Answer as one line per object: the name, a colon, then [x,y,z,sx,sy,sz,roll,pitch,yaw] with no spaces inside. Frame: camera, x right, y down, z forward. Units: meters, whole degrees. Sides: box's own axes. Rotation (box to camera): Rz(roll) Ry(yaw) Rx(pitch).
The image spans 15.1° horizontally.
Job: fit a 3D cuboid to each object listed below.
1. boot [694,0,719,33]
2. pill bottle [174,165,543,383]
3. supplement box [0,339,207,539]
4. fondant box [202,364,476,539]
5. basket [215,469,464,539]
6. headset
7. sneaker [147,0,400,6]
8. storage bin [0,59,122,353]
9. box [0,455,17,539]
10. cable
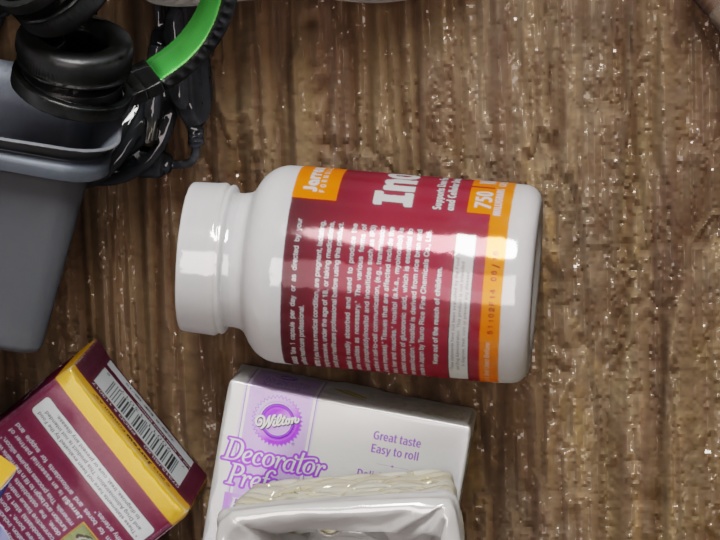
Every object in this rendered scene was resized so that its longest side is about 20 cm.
boot: [0.273,-0.190,1.502,0.146,0.070,0.201,30,102,-5]
pill bottle: [0.000,0.000,1.532,0.199,0.113,0.114,5,99,6]
supplement box: [-0.202,0.149,1.591,0.200,0.086,0.111,-38,94,10]
fondant box: [-0.020,0.168,1.588,0.143,0.058,0.201,11,98,5]
basket: [0.000,0.212,1.501,0.135,0.123,0.201,-4,99,6]
headset: [-0.165,-0.140,1.443,0.199,0.094,0.124,-24,131,-16]
sneaker: [-0.030,-0.207,1.525,0.199,0.075,0.105,-3,72,-9]
storage bin: [-0.241,-0.044,1.503,0.199,0.146,0.135,11,112,-8]
box: [-0.279,0.112,1.475,0.200,0.042,0.119,34,118,-1]
cable: [-0.166,-0.147,1.569,0.162,0.051,0.201,-5,94,15]
